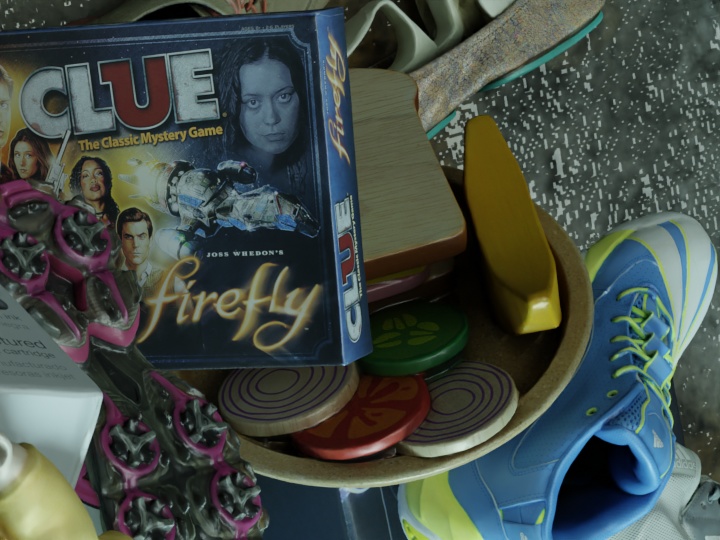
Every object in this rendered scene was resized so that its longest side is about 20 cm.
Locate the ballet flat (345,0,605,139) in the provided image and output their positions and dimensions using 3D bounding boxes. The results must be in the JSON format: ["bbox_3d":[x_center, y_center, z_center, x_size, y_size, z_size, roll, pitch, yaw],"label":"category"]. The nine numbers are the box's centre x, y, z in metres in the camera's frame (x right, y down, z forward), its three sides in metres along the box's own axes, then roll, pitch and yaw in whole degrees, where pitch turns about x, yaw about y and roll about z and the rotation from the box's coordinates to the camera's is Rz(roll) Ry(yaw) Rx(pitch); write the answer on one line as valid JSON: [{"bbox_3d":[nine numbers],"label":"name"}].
[{"bbox_3d":[0.034,-0.100,1.356,0.200,0.068,0.068,-37,107,-33],"label":"ballet flat"}]

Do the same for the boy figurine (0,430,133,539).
[{"bbox_3d":[-0.134,0.103,0.987,0.199,0.064,0.125,11,115,-42],"label":"boy figurine"}]

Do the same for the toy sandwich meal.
[{"bbox_3d":[0.000,0.000,1.220,0.205,0.205,0.071,-41,142,-29],"label":"toy sandwich meal"}]

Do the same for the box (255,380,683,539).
[{"bbox_3d":[0.040,0.094,1.336,0.199,0.107,0.149,-22,107,-35],"label":"box"}]

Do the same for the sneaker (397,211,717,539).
[{"bbox_3d":[0.108,0.055,1.242,0.200,0.105,0.076,-48,123,-24],"label":"sneaker"}]

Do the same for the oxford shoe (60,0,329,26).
[{"bbox_3d":[-0.062,-0.101,1.269,0.200,0.075,0.071,-40,113,-32],"label":"oxford shoe"}]

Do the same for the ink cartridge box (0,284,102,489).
[{"bbox_3d":[-0.207,0.026,1.069,0.145,0.200,0.084,4,115,-39],"label":"ink cartridge box"}]

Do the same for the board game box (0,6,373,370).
[{"bbox_3d":[-0.099,-0.029,1.173,0.035,0.199,0.136,-24,110,-69],"label":"board game box"}]

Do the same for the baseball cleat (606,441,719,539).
[{"bbox_3d":[0.161,0.111,1.313,0.199,0.070,0.107,-22,107,-37],"label":"baseball cleat"}]

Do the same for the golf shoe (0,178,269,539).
[{"bbox_3d":[-0.101,0.069,1.131,0.072,0.092,0.201,-12,67,-43],"label":"golf shoe"}]
